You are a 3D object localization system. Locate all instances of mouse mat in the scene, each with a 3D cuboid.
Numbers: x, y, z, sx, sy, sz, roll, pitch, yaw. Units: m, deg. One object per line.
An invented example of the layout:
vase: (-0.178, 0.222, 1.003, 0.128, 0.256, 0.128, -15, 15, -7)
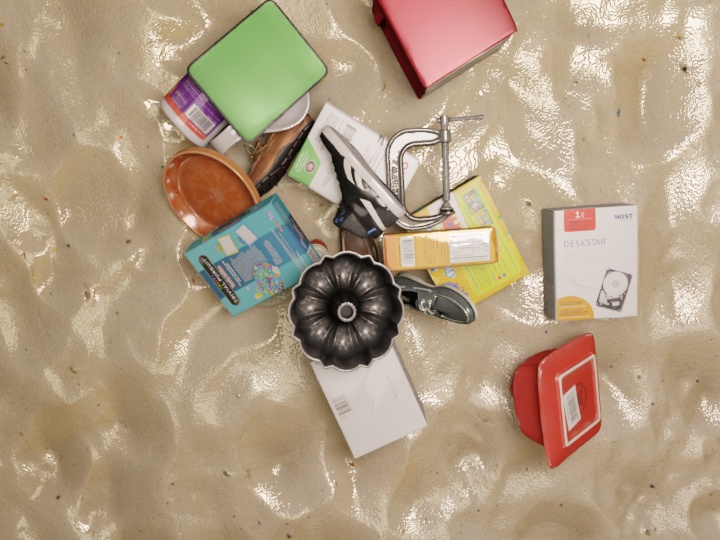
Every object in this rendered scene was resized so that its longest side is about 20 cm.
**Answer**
mouse mat: (-0.171, -0.339, 1.018, 0.200, 0.008, 0.161, -44, 101, -11)

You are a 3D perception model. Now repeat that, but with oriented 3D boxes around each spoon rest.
spoon rest: (-0.176, -0.266, 1.043, 0.199, 0.061, 0.100, -37, 100, 2)

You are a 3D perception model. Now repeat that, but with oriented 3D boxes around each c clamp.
c clamp: (0.126, -0.169, 1.042, 0.167, 0.027, 0.205, 2, 102, -3)

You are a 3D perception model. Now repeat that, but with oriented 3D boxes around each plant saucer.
plant saucer: (-0.267, -0.135, 1.095, 0.196, 0.033, 0.203, 14, 134, 14)

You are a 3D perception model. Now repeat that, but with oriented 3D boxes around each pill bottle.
pill bottle: (-0.250, -0.327, 1.068, 0.200, 0.111, 0.112, -43, 95, 4)

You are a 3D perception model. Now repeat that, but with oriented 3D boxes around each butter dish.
butter dish: (0.348, 0.230, 1.126, 0.197, 0.146, 0.204, -17, 102, -40)

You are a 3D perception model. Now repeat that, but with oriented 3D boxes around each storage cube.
storage cube: (0.136, -0.422, 1.009, 0.198, 0.171, 0.182, -29, 97, 6)

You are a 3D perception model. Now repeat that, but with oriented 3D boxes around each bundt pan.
bundt pan: (-0.027, 0.066, 1.031, 0.197, 0.076, 0.207, -1, 96, -8)

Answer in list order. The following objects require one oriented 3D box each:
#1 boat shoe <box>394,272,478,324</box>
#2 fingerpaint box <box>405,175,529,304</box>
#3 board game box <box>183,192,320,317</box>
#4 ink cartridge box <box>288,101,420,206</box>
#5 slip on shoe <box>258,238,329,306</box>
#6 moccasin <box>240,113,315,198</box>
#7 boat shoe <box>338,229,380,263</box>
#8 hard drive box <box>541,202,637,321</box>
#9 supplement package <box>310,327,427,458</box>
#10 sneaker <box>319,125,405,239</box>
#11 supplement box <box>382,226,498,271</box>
boat shoe: (0.122, 0.061, 1.083, 0.061, 0.198, 0.074, -33, 126, -30)
fingerpaint box: (0.191, -0.047, 1.115, 0.165, 0.073, 0.202, -30, 96, 6)
board game box: (-0.191, -0.024, 1.076, 0.197, 0.047, 0.152, -26, 113, 20)
ink cartridge box: (-0.010, -0.188, 1.095, 0.198, 0.084, 0.148, 31, 99, -4)
slip on shoe: (-0.139, 0.005, 1.147, 0.198, 0.062, 0.074, -33, 111, 20)
moccasin: (-0.168, -0.216, 1.105, 0.077, 0.074, 0.203, 38, 102, 10)
boat shoe: (0.006, -0.002, 1.126, 0.073, 0.075, 0.206, -16, 95, 5)
hard drive box: (0.422, -0.017, 1.110, 0.152, 0.077, 0.205, -5, 98, 2)
supplement package: (0.017, 0.218, 1.145, 0.153, 0.111, 0.203, -24, 96, 5)
sneaker: (-0.026, -0.138, 1.025, 0.112, 0.073, 0.201, -41, 91, 16)
supplement box: (0.137, -0.039, 1.048, 0.195, 0.067, 0.070, -2, 96, 2)
